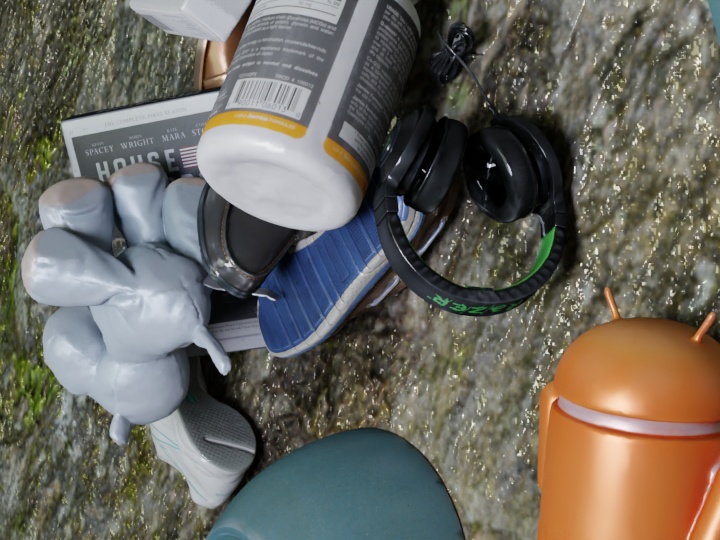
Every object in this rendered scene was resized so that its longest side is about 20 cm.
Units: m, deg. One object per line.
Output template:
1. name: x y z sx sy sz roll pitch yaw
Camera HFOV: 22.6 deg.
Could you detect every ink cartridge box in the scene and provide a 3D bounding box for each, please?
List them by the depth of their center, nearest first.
1. ink cartridge box: -0.091 -0.255 1.315 0.177 0.045 0.200 -59 20 -1

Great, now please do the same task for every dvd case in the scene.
1. dvd case: -0.140 -0.032 1.389 0.149 0.025 0.202 -8 104 22

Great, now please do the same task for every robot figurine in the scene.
1. robot figurine: 0.165 0.116 1.048 0.144 0.115 0.202 -89 4 -81

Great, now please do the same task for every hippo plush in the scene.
1. hippo plush: -0.156 0.029 1.345 0.199 0.160 0.162 25 138 11

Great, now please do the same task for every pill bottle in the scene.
1. pill bottle: -0.026 -0.138 1.208 0.116 0.116 0.201 -10 53 50

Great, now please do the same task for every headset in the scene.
1. headset: 0.065 -0.065 1.168 0.094 0.122 0.202 132 140 -64

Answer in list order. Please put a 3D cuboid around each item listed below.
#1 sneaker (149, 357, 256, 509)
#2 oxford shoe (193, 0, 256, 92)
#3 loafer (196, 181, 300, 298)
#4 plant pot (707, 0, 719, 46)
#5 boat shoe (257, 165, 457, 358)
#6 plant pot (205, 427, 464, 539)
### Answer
1. sneaker: -0.155 0.109 1.473 0.201 0.070 0.081 58 142 33
2. oxford shoe: -0.092 -0.140 1.398 0.071 0.071 0.202 15 103 18
3. loafer: -0.062 -0.064 1.281 0.072 0.073 0.201 -35 28 37
4. plant pot: 0.255 -0.151 0.875 0.199 0.199 0.190 30 130 45
5. boat shoe: 0.000 0.000 1.272 0.200 0.072 0.073 -42 61 42
6. plant pot: -0.038 0.220 1.286 0.199 0.134 0.202 5 97 51
